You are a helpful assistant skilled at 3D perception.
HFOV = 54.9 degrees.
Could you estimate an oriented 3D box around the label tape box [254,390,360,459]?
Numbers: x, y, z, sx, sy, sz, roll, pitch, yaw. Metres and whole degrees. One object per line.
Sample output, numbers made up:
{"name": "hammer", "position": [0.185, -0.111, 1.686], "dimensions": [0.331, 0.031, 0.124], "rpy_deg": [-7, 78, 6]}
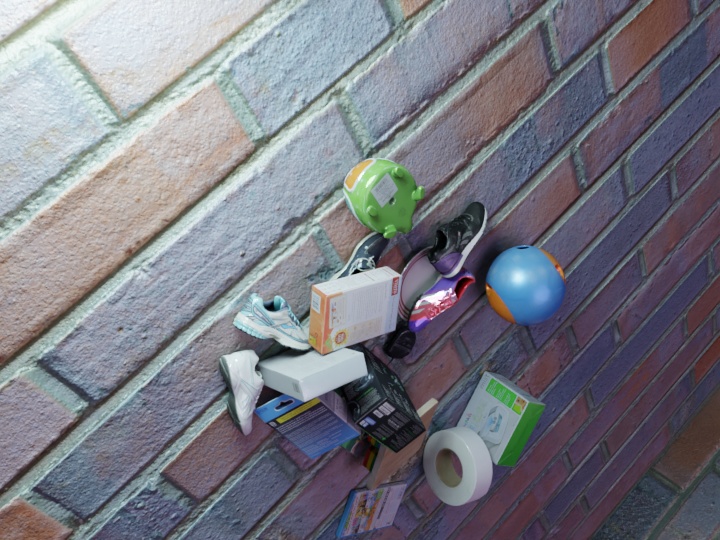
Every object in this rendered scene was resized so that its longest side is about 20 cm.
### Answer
{"name": "label tape box", "position": [-0.113, 0.310, 1.502], "dimensions": [0.143, 0.066, 0.200], "rpy_deg": [-31, 120, 22]}

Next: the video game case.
{"name": "video game case", "position": [0.033, 0.653, 1.897], "dimensions": [0.199, 0.018, 0.144], "rpy_deg": [5, 110, -42]}

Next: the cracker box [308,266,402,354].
{"name": "cracker box", "position": [-0.010, 0.079, 1.431], "dimensions": [0.199, 0.058, 0.135], "rpy_deg": [-13, 121, -36]}

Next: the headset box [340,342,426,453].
{"name": "headset box", "position": [0.036, 0.280, 1.566], "dimensions": [0.093, 0.201, 0.174], "rpy_deg": [-38, 131, 8]}

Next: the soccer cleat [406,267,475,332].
{"name": "soccer cleat", "position": [0.188, 0.071, 1.639], "dimensions": [0.200, 0.073, 0.068], "rpy_deg": [-49, 135, -9]}

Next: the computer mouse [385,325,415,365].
{"name": "computer mouse", "position": [0.069, 0.216, 1.685], "dimensions": [0.058, 0.034, 0.201], "rpy_deg": [29, 100, -30]}

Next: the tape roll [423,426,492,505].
{"name": "tape roll", "position": [0.264, 0.534, 1.900], "dimensions": [0.070, 0.202, 0.204], "rpy_deg": [-2, 114, -39]}

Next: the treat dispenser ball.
{"name": "treat dispenser ball", "position": [0.417, 0.038, 1.754], "dimensions": [0.200, 0.200, 0.203], "rpy_deg": [-19, 124, -31]}

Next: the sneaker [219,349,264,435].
{"name": "sneaker", "position": [-0.232, 0.252, 1.418], "dimensions": [0.080, 0.070, 0.202], "rpy_deg": [-20, 124, -30]}

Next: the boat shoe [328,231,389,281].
{"name": "boat shoe", "position": [0.000, 0.000, 1.482], "dimensions": [0.200, 0.062, 0.075], "rpy_deg": [-46, 134, -10]}

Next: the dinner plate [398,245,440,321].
{"name": "dinner plate", "position": [0.155, 0.031, 1.656], "dimensions": [0.199, 0.024, 0.202], "rpy_deg": [-20, 125, -31]}

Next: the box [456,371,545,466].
{"name": "box", "position": [0.393, 0.417, 1.959], "dimensions": [0.096, 0.176, 0.201], "rpy_deg": [19, 100, -43]}

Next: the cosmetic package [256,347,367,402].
{"name": "cosmetic package", "position": [-0.102, 0.199, 1.407], "dimensions": [0.150, 0.199, 0.052], "rpy_deg": [-21, 104, -30]}

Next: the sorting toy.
{"name": "sorting toy", "position": [0.087, 0.418, 1.731], "dimensions": [0.199, 0.069, 0.200], "rpy_deg": [-29, 145, -41]}

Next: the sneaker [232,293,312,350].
{"name": "sneaker", "position": [-0.156, 0.102, 1.398], "dimensions": [0.199, 0.077, 0.087], "rpy_deg": [21, 95, -45]}

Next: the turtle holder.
{"name": "turtle holder", "position": [0.047, -0.150, 1.391], "dimensions": [0.184, 0.131, 0.142], "rpy_deg": [10, 106, -43]}

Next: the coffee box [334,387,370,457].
{"name": "coffee box", "position": [-0.027, 0.361, 1.669], "dimensions": [0.123, 0.044, 0.200], "rpy_deg": [-48, 135, -8]}

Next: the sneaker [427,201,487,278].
{"name": "sneaker", "position": [0.224, -0.088, 1.604], "dimensions": [0.087, 0.075, 0.201], "rpy_deg": [39, 70, -31]}
